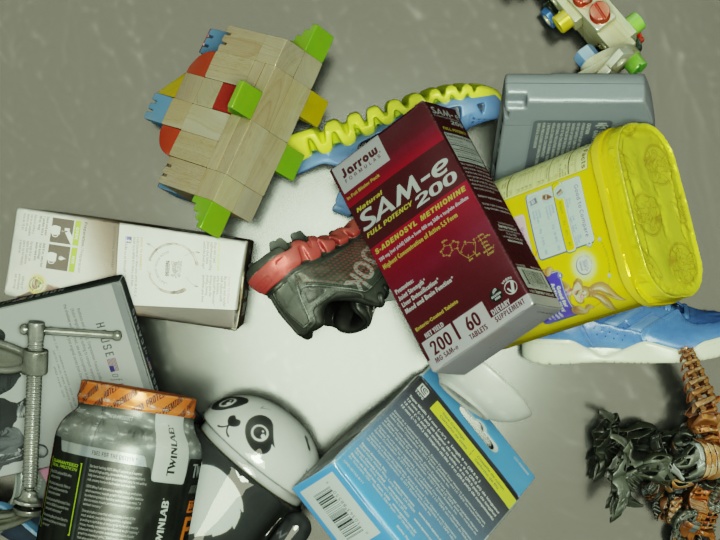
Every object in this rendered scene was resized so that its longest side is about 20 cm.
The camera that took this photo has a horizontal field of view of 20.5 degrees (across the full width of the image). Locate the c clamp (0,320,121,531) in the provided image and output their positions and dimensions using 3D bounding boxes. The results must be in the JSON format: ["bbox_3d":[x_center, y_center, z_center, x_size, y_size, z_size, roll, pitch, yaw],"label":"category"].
[{"bbox_3d":[-0.298,0.132,1.662,0.171,0.027,0.200,11,103,3],"label":"c clamp"}]

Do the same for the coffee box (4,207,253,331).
[{"bbox_3d":[-0.196,-0.002,1.724,0.200,0.113,0.080,8,90,0],"label":"coffee box"}]

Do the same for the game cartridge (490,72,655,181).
[{"bbox_3d":[0.181,-0.108,1.691,0.133,0.200,0.042,-3,65,-3],"label":"game cartridge"}]

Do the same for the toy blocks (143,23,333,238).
[{"bbox_3d":[-0.124,-0.133,1.718,0.137,0.100,0.200,19,82,43],"label":"toy blocks"}]

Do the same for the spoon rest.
[{"bbox_3d":[0.071,0.066,1.718,0.200,0.099,0.061,33,80,29],"label":"spoon rest"}]

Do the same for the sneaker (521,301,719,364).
[{"bbox_3d":[0.240,0.021,1.744,0.200,0.077,0.111,-2,99,6],"label":"sneaker"}]

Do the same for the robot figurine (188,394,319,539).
[{"bbox_3d":[-0.124,0.202,1.717,0.150,0.125,0.200,39,90,-6],"label":"robot figurine"}]

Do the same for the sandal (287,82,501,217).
[{"bbox_3d":[0.034,-0.109,1.749,0.200,0.079,0.087,-19,93,8],"label":"sandal"}]

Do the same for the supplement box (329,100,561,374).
[{"bbox_3d":[0.069,-0.027,1.638,0.109,0.061,0.200,-36,68,23],"label":"supplement box"}]

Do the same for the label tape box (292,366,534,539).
[{"bbox_3d":[0.050,0.184,1.718,0.066,0.200,0.143,-38,92,37],"label":"label tape box"}]

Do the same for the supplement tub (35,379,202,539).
[{"bbox_3d":[-0.197,0.194,1.610,0.122,0.123,0.200,10,88,0],"label":"supplement tub"}]

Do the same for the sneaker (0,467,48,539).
[{"bbox_3d":[-0.273,0.146,1.744,0.082,0.070,0.200,17,89,-4],"label":"sneaker"}]

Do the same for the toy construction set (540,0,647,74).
[{"bbox_3d":[0.190,-0.230,1.712,0.092,0.131,0.200,-23,73,0],"label":"toy construction set"}]

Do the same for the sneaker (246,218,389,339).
[{"bbox_3d":[0.000,0.000,1.712,0.200,0.071,0.098,-24,77,-36],"label":"sneaker"}]

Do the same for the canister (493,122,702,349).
[{"bbox_3d":[0.170,-0.023,1.658,0.200,0.086,0.149,-20,79,41],"label":"canister"}]

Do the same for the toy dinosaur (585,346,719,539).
[{"bbox_3d":[0.274,0.165,1.738,0.135,0.102,0.200,-2,90,-6],"label":"toy dinosaur"}]

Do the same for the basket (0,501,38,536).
[{"bbox_3d":[-0.302,0.321,1.703,0.176,0.139,0.200,35,99,12],"label":"basket"}]

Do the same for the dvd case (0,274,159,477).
[{"bbox_3d":[-0.274,0.095,1.682,0.200,0.025,0.151,-13,107,8],"label":"dvd case"}]
